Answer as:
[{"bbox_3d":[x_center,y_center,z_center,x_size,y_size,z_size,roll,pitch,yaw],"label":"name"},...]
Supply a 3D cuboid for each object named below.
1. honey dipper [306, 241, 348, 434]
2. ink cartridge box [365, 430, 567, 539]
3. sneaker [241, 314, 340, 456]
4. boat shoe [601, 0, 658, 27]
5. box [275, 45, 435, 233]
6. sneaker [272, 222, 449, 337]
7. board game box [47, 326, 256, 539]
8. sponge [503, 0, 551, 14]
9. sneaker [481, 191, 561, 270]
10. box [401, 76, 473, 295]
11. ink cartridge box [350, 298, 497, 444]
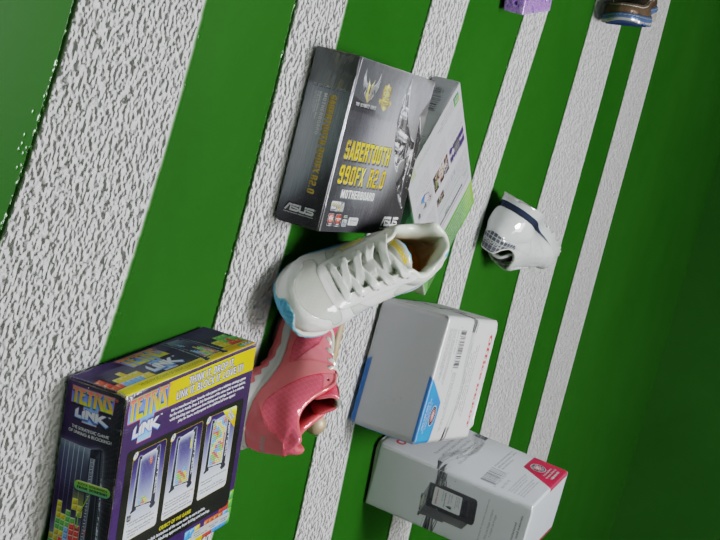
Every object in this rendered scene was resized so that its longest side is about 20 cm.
[{"bbox_3d":[-0.027,0.070,1.513,0.038,0.038,0.201,-18,126,-65],"label":"honey dipper"},{"bbox_3d":[0.125,0.255,1.798,0.145,0.199,0.084,-23,130,-63],"label":"ink cartridge box"},{"bbox_3d":[-0.048,0.097,1.402,0.201,0.086,0.074,-58,155,-36],"label":"sneaker"},{"bbox_3d":[0.388,-0.391,2.177,0.200,0.072,0.073,-43,140,-70],"label":"boat shoe"},{"bbox_3d":[0.000,-0.116,1.418,0.200,0.048,0.159,1,105,-69],"label":"box"},{"bbox_3d":[0.000,0.000,1.401,0.200,0.077,0.081,-25,175,-45],"label":"sneaker"},{"bbox_3d":[-0.163,0.146,1.194,0.200,0.056,0.166,-19,121,-64],"label":"board game box"},{"bbox_3d":[0.213,-0.402,1.769,0.111,0.030,0.201,-24,127,-63],"label":"sponge"},{"bbox_3d":[0.203,-0.035,1.977,0.081,0.076,0.200,-59,153,-5],"label":"sneaker"},{"bbox_3d":[0.074,-0.089,1.646,0.145,0.036,0.201,-60,154,-31],"label":"box"},{"bbox_3d":[0.077,0.114,1.728,0.200,0.084,0.147,12,94,-70],"label":"ink cartridge box"}]
